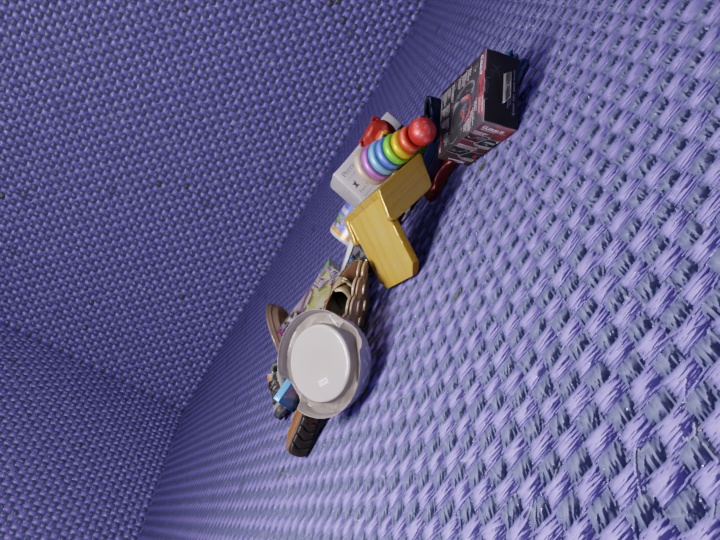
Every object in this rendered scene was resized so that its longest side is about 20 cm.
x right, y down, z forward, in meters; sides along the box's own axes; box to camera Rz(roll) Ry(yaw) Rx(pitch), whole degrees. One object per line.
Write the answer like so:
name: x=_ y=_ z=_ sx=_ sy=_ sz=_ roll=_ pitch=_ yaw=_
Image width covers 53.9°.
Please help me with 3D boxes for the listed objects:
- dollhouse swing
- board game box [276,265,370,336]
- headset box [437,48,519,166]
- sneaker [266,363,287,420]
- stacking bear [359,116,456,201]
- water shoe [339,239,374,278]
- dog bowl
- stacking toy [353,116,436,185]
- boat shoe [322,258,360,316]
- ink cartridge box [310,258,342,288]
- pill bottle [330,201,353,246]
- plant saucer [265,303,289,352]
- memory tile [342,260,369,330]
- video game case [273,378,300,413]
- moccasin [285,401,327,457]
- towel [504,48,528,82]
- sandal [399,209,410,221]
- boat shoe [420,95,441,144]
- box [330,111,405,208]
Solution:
dollhouse swing: x=0.084 y=-0.096 z=1.449 sx=0.182 sy=0.176 sz=0.200 roll=-42 pitch=4 yaw=-25
board game box: x=-0.080 y=0.094 z=1.566 sx=0.200 sy=0.120 sz=0.032 roll=-54 pitch=-3 yaw=-29
headset box: x=0.226 y=-0.307 z=1.337 sx=0.200 sy=0.074 sz=0.150 roll=146 pitch=131 yaw=-65
sneaker: x=-0.206 y=0.306 z=1.795 sx=0.074 sy=0.079 sz=0.200 roll=-55 pitch=15 yaw=18
stacking bear: x=0.096 y=-0.255 z=1.534 sx=0.122 sy=0.199 sz=0.114 roll=-59 pitch=13 yaw=8
water shoe: x=0.000 y=0.000 z=1.650 sx=0.079 sy=0.071 sz=0.202 roll=0 pitch=75 yaw=41
dog bowl: x=-0.064 y=0.173 z=1.330 sx=0.199 sy=0.058 sz=0.202 roll=-3 pitch=85 yaw=36
stacking toy: x=0.076 y=-0.245 z=1.405 sx=0.200 sy=0.085 sz=0.086 roll=-28 pitch=33 yaw=48
boat shoe: x=-0.033 y=0.057 z=1.537 sx=0.074 sy=0.075 sz=0.201 roll=108 pitch=-175 yaw=-60
ink cartridge box: x=-0.097 y=0.092 z=1.812 sx=0.201 sy=0.087 sz=0.145 roll=-56 pitch=13 yaw=16
pill bottle: x=0.014 y=-0.161 z=1.860 sx=0.201 sy=0.112 sz=0.112 roll=-58 pitch=13 yaw=13
plant saucer: x=-0.188 y=0.175 z=1.828 sx=0.029 sy=0.201 sz=0.200 roll=-23 pitch=19 yaw=5
memory tile: x=-0.012 y=0.091 z=1.460 sx=0.154 sy=0.017 sz=0.201 roll=86 pitch=-163 yaw=-46
video game case: x=-0.093 y=0.202 z=1.470 sx=0.201 sy=0.018 sz=0.143 roll=-54 pitch=-24 yaw=-11
moccasin: x=-0.093 y=0.279 z=1.443 sx=0.078 sy=0.073 sz=0.203 roll=-132 pitch=61 yaw=-68
towel: x=0.265 y=-0.370 z=1.468 sx=0.112 sy=0.048 sz=0.200 roll=-65 pitch=13 yaw=-15
sandal: x=0.094 y=-0.147 z=1.672 sx=0.203 sy=0.050 sz=0.083 roll=-49 pitch=33 yaw=27
boat shoe: x=0.165 y=-0.360 z=1.790 sx=0.084 sy=0.068 sz=0.201 roll=-47 pitch=21 yaw=47
box: x=0.039 y=-0.245 z=1.696 sx=0.199 sy=0.131 sz=0.200 roll=-50 pitch=3 yaw=-3
